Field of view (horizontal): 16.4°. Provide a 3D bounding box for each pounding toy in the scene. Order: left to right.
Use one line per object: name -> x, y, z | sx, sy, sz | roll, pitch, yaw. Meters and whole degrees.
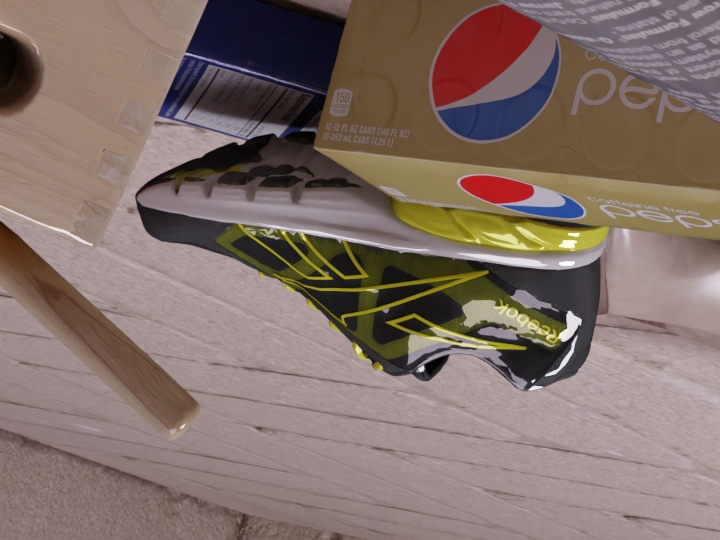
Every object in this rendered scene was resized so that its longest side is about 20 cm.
pounding toy -> -0.143, -0.066, 0.764 | 0.199, 0.143, 0.184 | 24, 180, -44

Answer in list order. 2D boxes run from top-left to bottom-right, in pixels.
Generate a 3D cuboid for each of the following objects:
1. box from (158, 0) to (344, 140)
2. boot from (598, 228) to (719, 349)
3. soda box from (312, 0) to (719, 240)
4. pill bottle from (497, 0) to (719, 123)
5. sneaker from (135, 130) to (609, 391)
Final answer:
box -> -0.016, -0.069, 0.994 | 0.199, 0.033, 0.121 | 17, 170, -9
boot -> 0.169, -0.004, 1.019 | 0.145, 0.071, 0.200 | 6, 170, 10
soda box -> 0.088, -0.053, 0.827 | 0.199, 0.068, 0.064 | 8, 167, 34
pill bottle -> 0.082, -0.088, 0.490 | 0.199, 0.117, 0.116 | 23, 167, -39
sneaker -> 0.000, 0.000, 0.950 | 0.199, 0.085, 0.074 | 8, -159, 29
